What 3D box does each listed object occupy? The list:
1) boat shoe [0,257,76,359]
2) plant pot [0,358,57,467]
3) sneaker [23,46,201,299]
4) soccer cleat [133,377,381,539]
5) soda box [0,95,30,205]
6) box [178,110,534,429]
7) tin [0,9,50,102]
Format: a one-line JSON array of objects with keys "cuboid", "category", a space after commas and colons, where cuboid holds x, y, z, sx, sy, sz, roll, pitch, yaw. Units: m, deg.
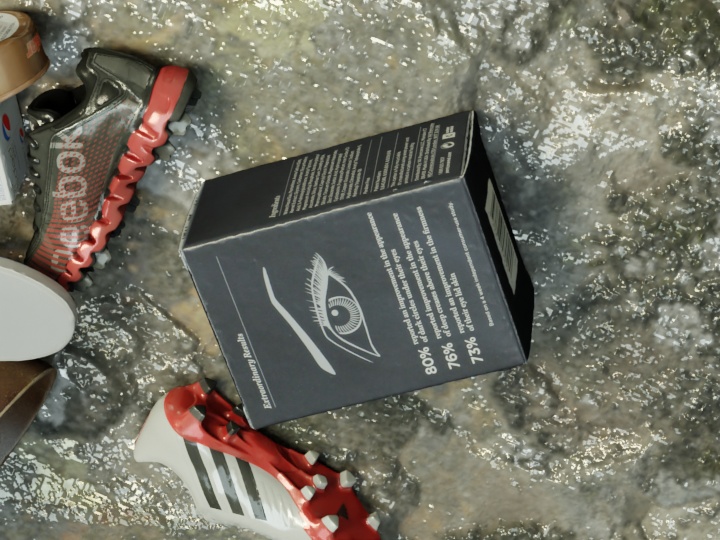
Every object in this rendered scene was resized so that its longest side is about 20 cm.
[{"cuboid": [-0.284, 0.004, 1.671, 0.200, 0.070, 0.071, 10, 119, -9], "category": "boat shoe"}, {"cuboid": [-0.344, 0.083, 1.737, 0.200, 0.187, 0.187, 36, 117, 3], "category": "plant pot"}, {"cuboid": [-0.188, -0.066, 1.685, 0.098, 0.071, 0.201, 27, 116, -9], "category": "sneaker"}, {"cuboid": [-0.071, 0.159, 1.800, 0.200, 0.069, 0.085, 38, 124, -10], "category": "soccer cleat"}, {"cuboid": [-0.327, -0.075, 1.696, 0.200, 0.068, 0.064, -5, 118, 9], "category": "soda box"}, {"cuboid": [0.000, 0.000, 1.680, 0.200, 0.104, 0.148, -13, 116, 13], "category": "box"}, {"cuboid": [-0.300, -0.123, 1.644, 0.200, 0.112, 0.042, -12, 109, 12], "category": "tin"}]
